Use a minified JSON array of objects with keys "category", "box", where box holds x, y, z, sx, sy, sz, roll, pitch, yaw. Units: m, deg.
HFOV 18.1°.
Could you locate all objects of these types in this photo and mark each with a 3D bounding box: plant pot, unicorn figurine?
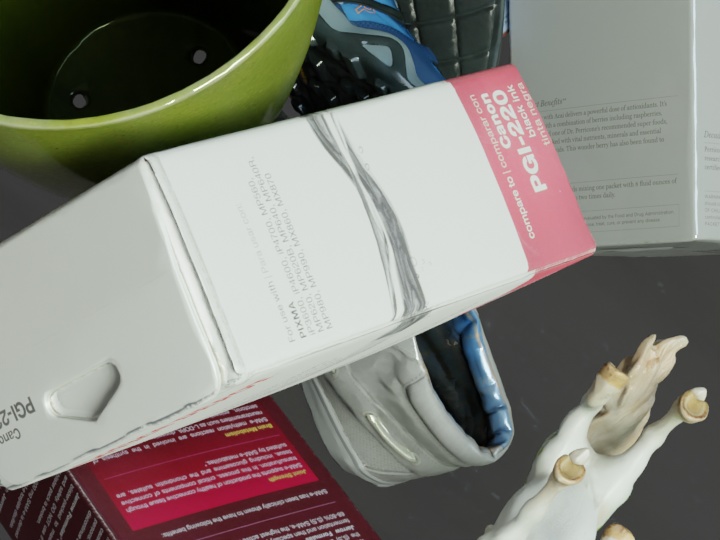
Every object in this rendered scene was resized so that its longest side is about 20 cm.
[{"category":"plant pot","box":[-0.094,-0.102,0.860,0.186,0.200,0.189,-1,71,3]},{"category":"unicorn figurine","box":[0.068,0.109,0.936,0.199,0.137,0.074,-26,73,-41]}]

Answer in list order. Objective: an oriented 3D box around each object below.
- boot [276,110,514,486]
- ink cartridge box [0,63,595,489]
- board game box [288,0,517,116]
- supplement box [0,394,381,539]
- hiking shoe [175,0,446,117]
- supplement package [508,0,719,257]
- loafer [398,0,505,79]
[{"category":"boot","box":[0.000,0.000,0.990,0.073,0.095,0.201,-39,106,-37]},{"category":"ink cartridge box","box":[-0.035,0.001,0.827,0.199,0.145,0.085,-21,86,-46]},{"category":"board game box","box":[0.026,-0.143,1.091,0.200,0.019,0.103,-43,109,-36]},{"category":"supplement box","box":[-0.063,0.103,0.870,0.108,0.061,0.200,-10,49,-40]},{"category":"hiking shoe","box":[-0.003,-0.110,0.978,0.200,0.074,0.087,41,58,0]},{"category":"supplement package","box":[0.153,-0.110,1.105,0.119,0.121,0.202,1,88,-43]},{"category":"loafer","box":[0.034,-0.174,1.048,0.072,0.072,0.202,-35,120,-72]}]
